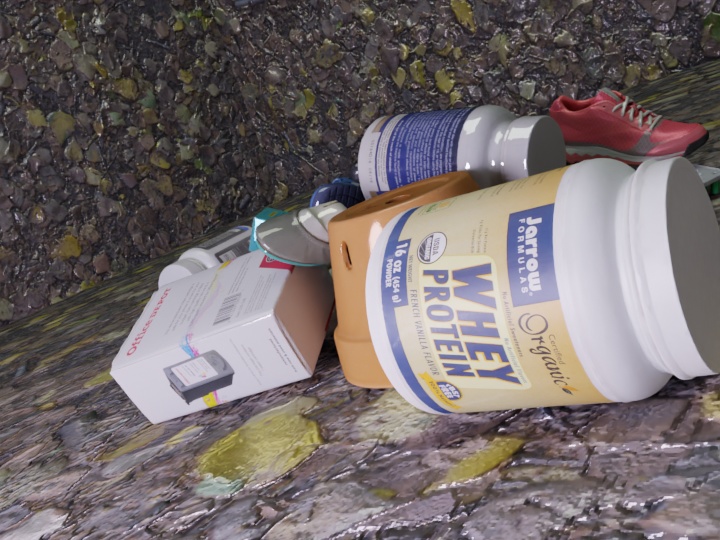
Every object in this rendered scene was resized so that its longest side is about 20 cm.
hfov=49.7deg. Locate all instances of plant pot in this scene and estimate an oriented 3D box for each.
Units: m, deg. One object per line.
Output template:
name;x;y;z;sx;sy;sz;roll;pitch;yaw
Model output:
plant pot;0.055;-0.001;0.705;0.197;0.142;0.200;-19;11;4

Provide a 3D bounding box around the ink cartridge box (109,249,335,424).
ink cartridge box;-0.134;0.058;0.797;0.197;0.086;0.149;-20;28;23

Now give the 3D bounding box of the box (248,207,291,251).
box;-0.050;-0.038;1.089;0.196;0.050;0.082;12;16;4

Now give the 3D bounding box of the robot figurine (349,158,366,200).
robot figurine;0.077;-0.111;0.995;0.148;0.126;0.200;-20;13;23

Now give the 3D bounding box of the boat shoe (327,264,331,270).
boat shoe;0.000;0.000;0.997;0.198;0.073;0.068;-16;14;33

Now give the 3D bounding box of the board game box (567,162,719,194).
board game box;0.278;-0.088;0.906;0.198;0.026;0.199;-24;27;-23

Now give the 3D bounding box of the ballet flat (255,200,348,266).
ballet flat;-0.018;-0.041;0.784;0.198;0.068;0.064;6;-52;-46

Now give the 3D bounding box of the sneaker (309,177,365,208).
sneaker;-0.019;-0.088;1.056;0.081;0.075;0.199;25;13;27

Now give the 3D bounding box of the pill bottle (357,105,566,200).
pill bottle;0.102;-0.109;0.793;0.198;0.113;0.110;4;24;41

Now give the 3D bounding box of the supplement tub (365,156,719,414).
supplement tub;0.117;0.013;0.494;0.198;0.147;0.144;-13;12;38

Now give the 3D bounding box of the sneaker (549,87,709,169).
sneaker;0.313;-0.175;0.936;0.198;0.088;0.074;7;32;38

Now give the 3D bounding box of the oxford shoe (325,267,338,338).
oxford shoe;-0.053;0.057;0.868;0.199;0.058;0.075;-36;36;-3

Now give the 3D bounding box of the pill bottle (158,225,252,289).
pill bottle;-0.248;0.004;1.347;0.112;0.116;0.199;-13;12;34
